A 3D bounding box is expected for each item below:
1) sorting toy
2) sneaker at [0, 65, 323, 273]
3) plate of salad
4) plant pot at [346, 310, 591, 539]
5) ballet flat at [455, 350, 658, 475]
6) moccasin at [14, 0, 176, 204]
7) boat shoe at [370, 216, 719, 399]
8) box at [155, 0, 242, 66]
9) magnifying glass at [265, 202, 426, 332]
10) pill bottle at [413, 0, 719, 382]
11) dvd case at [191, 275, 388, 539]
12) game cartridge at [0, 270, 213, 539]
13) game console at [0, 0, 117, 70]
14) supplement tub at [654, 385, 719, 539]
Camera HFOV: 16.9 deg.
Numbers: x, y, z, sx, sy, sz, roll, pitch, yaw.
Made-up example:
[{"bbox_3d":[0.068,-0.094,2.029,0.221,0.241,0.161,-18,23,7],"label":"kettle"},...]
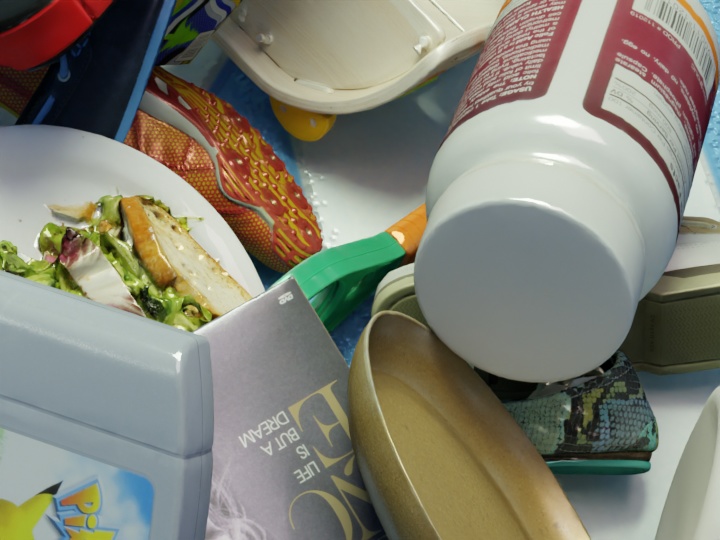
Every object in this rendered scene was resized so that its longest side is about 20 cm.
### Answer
[{"bbox_3d":[0.004,-0.163,1.257,0.200,0.107,0.180,46,40,16],"label":"sorting toy"},{"bbox_3d":[-0.106,-0.058,1.182,0.200,0.077,0.073,36,20,-1],"label":"sneaker"},{"bbox_3d":[-0.121,0.028,1.013,0.199,0.048,0.201,10,67,-24],"label":"plate of salad"},{"bbox_3d":[0.052,0.108,0.988,0.027,0.200,0.201,-34,60,14],"label":"plant pot"},{"bbox_3d":[0.040,0.066,1.110,0.199,0.074,0.075,-2,55,-22],"label":"ballet flat"},{"bbox_3d":[-0.130,-0.089,1.085,0.068,0.080,0.201,22,88,-7],"label":"moccasin"},{"bbox_3d":[0.100,0.012,1.169,0.199,0.075,0.069,0,36,-10],"label":"boat shoe"},{"bbox_3d":[-0.057,-0.188,1.139,0.070,0.200,0.064,49,24,13],"label":"box"},{"bbox_3d":[0.000,0.000,1.157,0.022,0.080,0.200,45,48,14],"label":"magnifying glass"},{"bbox_3d":[0.093,-0.047,1.091,0.114,0.115,0.200,20,39,4],"label":"pill bottle"},{"bbox_3d":[-0.036,0.121,0.974,0.148,0.016,0.201,-29,83,-23],"label":"dvd case"},{"bbox_3d":[-0.128,0.108,0.932,0.133,0.040,0.201,16,98,13],"label":"game cartridge"},{"bbox_3d":[-0.134,-0.162,1.074,0.031,0.200,0.177,47,71,-30],"label":"game console"},{"bbox_3d":[0.232,0.140,1.052,0.199,0.145,0.145,17,54,1],"label":"supplement tub"}]
